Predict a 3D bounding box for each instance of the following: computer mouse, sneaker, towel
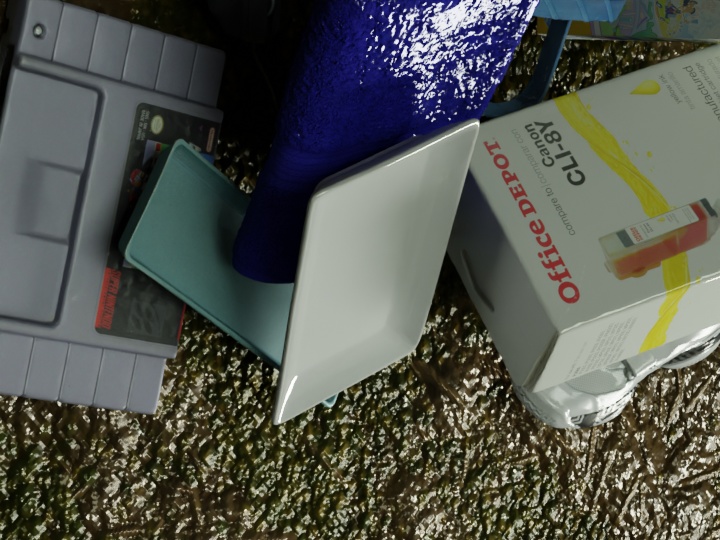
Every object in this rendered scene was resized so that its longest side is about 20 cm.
[{"bbox_3d":[-0.048,-0.120,0.932,0.059,0.034,0.202,-55,133,-59],"label":"computer mouse"},{"bbox_3d":[0.184,0.025,1.089,0.199,0.075,0.115,-21,153,-38],"label":"sneaker"},{"bbox_3d":[0.018,-0.081,0.875,0.147,0.050,0.201,-24,148,-38],"label":"towel"}]

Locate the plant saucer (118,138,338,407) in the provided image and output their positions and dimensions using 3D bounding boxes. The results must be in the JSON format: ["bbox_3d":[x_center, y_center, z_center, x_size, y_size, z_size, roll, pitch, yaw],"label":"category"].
[{"bbox_3d":[-0.061,0.005,0.934,0.200,0.019,0.071,41,66,-48],"label":"plant saucer"}]

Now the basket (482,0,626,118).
[{"bbox_3d":[0.065,-0.178,0.971,0.175,0.139,0.201,-3,132,-36],"label":"basket"}]

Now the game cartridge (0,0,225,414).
[{"bbox_3d":[-0.141,-0.031,0.885,0.129,0.038,0.203,12,89,-34],"label":"game cartridge"}]

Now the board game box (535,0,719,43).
[{"bbox_3d":[0.181,-0.243,1.042,0.034,0.133,0.203,-1,97,-53],"label":"board game box"}]

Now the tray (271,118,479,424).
[{"bbox_3d":[0.000,0.000,0.903,0.107,0.022,0.201,-28,151,-28],"label":"tray"}]

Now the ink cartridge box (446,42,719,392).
[{"bbox_3d":[0.160,-0.033,1.014,0.198,0.084,0.146,-19,66,-18],"label":"ink cartridge box"}]
